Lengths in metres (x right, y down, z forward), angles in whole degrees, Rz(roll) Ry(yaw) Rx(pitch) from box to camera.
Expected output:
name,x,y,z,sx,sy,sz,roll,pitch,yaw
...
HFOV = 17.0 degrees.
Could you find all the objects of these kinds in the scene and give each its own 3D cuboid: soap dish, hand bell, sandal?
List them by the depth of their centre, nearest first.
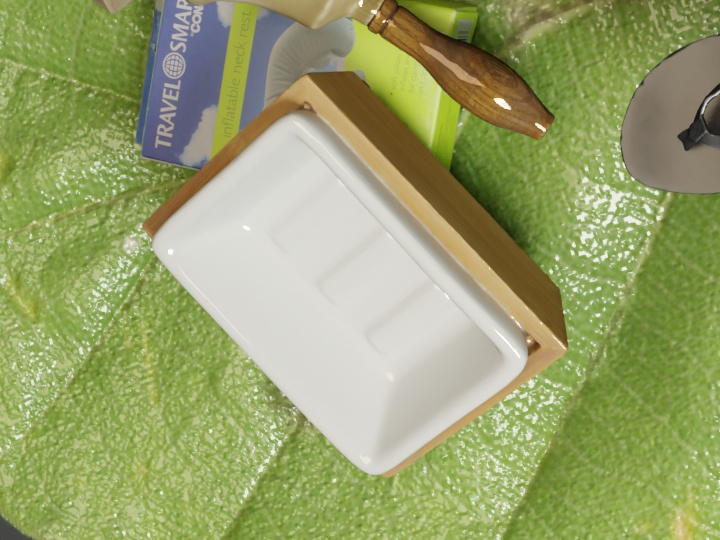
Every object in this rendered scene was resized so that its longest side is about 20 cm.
name,x,y,z,sx,sy,sz,roll,pitch,yaw
sandal,0.215,-0.086,1.155,0.199,0.043,0.076,-13,89,23
hand bell,0.018,-0.132,1.279,0.200,0.104,0.104,33,107,-3
soap dish,0.000,0.000,1.302,0.200,0.081,0.157,46,129,-6

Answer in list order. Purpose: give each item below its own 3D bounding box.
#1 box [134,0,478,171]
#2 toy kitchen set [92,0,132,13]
name,x,y,z,sx,sy,sz,roll,pitch,yaw
box,-0.041,-0.108,1.365,0.199,0.048,0.122,13,100,20
toy kitchen set,-0.135,-0.296,1.382,0.200,0.181,0.163,-36,37,-11
